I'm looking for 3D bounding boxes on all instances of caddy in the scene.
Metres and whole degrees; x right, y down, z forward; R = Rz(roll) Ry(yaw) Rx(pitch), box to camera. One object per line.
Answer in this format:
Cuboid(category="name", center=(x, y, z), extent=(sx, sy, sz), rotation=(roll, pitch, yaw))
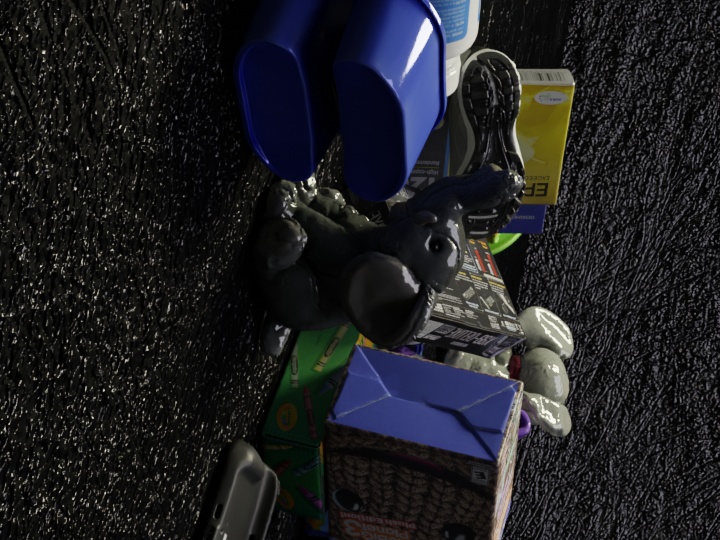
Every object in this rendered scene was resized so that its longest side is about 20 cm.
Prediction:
Cuboid(category="caddy", center=(-0.011, -0.144, 1.102), extent=(0.200, 0.141, 0.105), rotation=(85, 23, -57))

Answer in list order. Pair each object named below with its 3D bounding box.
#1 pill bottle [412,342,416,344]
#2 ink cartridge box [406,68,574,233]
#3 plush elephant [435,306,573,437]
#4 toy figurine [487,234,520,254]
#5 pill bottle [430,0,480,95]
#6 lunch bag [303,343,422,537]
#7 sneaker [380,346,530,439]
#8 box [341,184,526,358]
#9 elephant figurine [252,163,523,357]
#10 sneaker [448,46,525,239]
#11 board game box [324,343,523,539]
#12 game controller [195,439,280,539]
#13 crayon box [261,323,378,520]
Cuboid(category="pill bottle", center=(0.060, 0.018, 1.672), extent=(0.200, 0.116, 0.116), rotation=(-32, 132, -74))
Cuboid(category="ink cartridge box", center=(0.113, -0.116, 1.600), extent=(0.047, 0.197, 0.200), rotation=(-103, -165, -60))
Cuboid(category="plush elephant", center=(0.162, 0.124, 1.700), extent=(0.200, 0.155, 0.165), rotation=(112, -3, -54))
Cuboid(category="toy figurine", center=(0.108, -0.108, 1.796), extent=(0.184, 0.150, 0.200), rotation=(72, 30, -45))
Cuboid(category="pill bottle", center=(0.056, -0.260, 1.395), extent=(0.112, 0.112, 0.200), rotation=(-64, 162, -52))
Cuboid(category="lunch bag", center=(0.017, 0.178, 1.638), extent=(0.200, 0.094, 0.151), rotation=(-58, 159, -53))
Cuboid(category="sneaker", center=(0.098, 0.124, 1.566), extent=(0.200, 0.083, 0.081), rotation=(32, 40, -34))
Cuboid(category="box", center=(0.074, -0.002, 1.516), extent=(0.200, 0.050, 0.158), rotation=(15, 49, -55))
Cuboid(category="elephant figurine", center=(0.021, -0.006, 1.236), extent=(0.155, 0.200, 0.142), rotation=(81, 23, -60))
Cuboid(category="sneaker", center=(0.122, -0.127, 1.518), extent=(0.079, 0.074, 0.200), rotation=(-118, -153, -66))
Cuboid(category="board game box", center=(0.057, 0.181, 1.398), extent=(0.200, 0.159, 0.097), rotation=(88, 18, -47))
Cuboid(category="game controller", center=(-0.115, 0.241, 1.245), extent=(0.104, 0.042, 0.200), rotation=(57, 43, -54))
Cuboid(category="crayon box", center=(-0.035, 0.117, 1.440), extent=(0.119, 0.058, 0.200), rotation=(89, 17, -49))
